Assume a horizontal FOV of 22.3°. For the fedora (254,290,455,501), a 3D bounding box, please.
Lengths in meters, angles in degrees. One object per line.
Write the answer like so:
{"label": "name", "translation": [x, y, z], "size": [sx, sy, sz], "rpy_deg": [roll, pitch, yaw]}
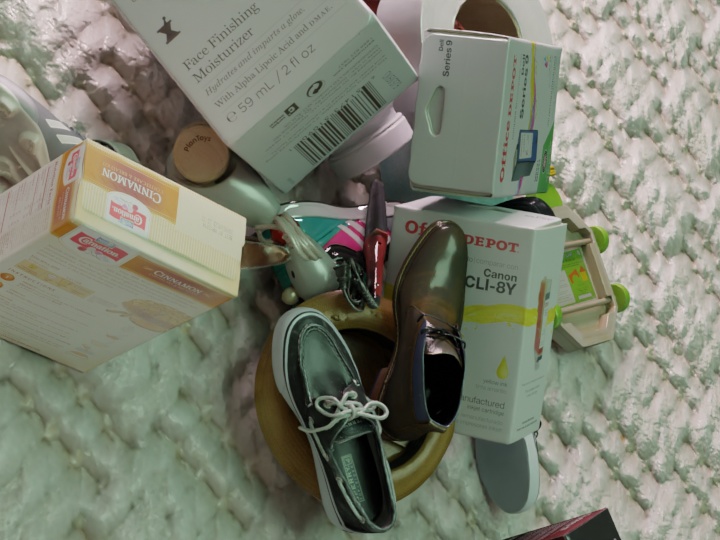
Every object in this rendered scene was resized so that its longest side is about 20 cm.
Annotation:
{"label": "fedora", "translation": [-0.014, 0.115, 1.619], "size": [0.200, 0.082, 0.202], "rpy_deg": [2, 85, -26]}

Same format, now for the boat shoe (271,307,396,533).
{"label": "boat shoe", "translation": [-0.017, 0.126, 1.531], "size": [0.073, 0.068, 0.200], "rpy_deg": [-14, 93, -27]}

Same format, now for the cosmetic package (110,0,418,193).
{"label": "cosmetic package", "translation": [-0.085, -0.207, 1.576], "size": [0.200, 0.165, 0.165], "rpy_deg": [50, 4, 19]}

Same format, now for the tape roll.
{"label": "tape roll", "translation": [0.107, -0.223, 1.851], "size": [0.202, 0.071, 0.203], "rpy_deg": [8, 78, -42]}

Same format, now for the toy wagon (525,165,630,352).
{"label": "toy wagon", "translation": [0.218, -0.014, 1.970], "size": [0.155, 0.039, 0.201], "rpy_deg": [-10, 79, -52]}

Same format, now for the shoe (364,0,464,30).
{"label": "shoe", "translation": [0.049, -0.250, 1.891], "size": [0.200, 0.071, 0.091], "rpy_deg": [4, 65, -48]}

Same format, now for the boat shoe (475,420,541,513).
{"label": "boat shoe", "translation": [0.148, 0.142, 1.810], "size": [0.066, 0.070, 0.201], "rpy_deg": [4, 61, -43]}

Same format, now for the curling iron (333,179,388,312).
{"label": "curling iron", "translation": [0.009, -0.029, 1.637], "size": [0.050, 0.025, 0.200], "rpy_deg": [55, 25, -23]}

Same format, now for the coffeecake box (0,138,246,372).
{"label": "coffeecake box", "translation": [-0.211, -0.006, 1.404], "size": [0.153, 0.200, 0.073], "rpy_deg": [27, 53, -35]}

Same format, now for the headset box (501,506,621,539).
{"label": "headset box", "translation": [0.175, 0.311, 1.650], "size": [0.077, 0.200, 0.149], "rpy_deg": [-21, 86, -48]}

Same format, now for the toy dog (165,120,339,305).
{"label": "toy dog", "translation": [-0.115, -0.041, 1.597], "size": [0.200, 0.096, 0.132], "rpy_deg": [50, 2, 17]}

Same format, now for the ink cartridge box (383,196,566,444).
{"label": "ink cartridge box", "translation": [0.097, 0.043, 1.672], "size": [0.083, 0.145, 0.201], "rpy_deg": [-12, 111, -64]}

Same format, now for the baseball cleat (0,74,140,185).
{"label": "baseball cleat", "translation": [-0.250, -0.096, 1.520], "size": [0.200, 0.070, 0.107], "rpy_deg": [56, 34, -24]}

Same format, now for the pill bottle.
{"label": "pill bottle", "translation": [-0.036, -0.192, 1.743], "size": [0.200, 0.113, 0.113], "rpy_deg": [58, 42, -9]}

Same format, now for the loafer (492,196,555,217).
{"label": "loafer", "translation": [0.134, -0.023, 1.769], "size": [0.070, 0.201, 0.068], "rpy_deg": [-25, 81, -33]}

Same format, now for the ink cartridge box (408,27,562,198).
{"label": "ink cartridge box", "translation": [0.118, -0.143, 1.686], "size": [0.200, 0.087, 0.146], "rpy_deg": [-8, 104, -69]}

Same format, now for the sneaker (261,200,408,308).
{"label": "sneaker", "translation": [0.000, 0.000, 1.706], "size": [0.199, 0.084, 0.121], "rpy_deg": [-1, 67, -38]}

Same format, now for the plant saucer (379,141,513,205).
{"label": "plant saucer", "translation": [0.104, -0.086, 1.891], "size": [0.201, 0.039, 0.202], "rpy_deg": [22, 56, -38]}

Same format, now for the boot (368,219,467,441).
{"label": "boot", "translation": [0.071, 0.052, 1.563], "size": [0.074, 0.097, 0.201], "rpy_deg": [18, 81, -24]}
